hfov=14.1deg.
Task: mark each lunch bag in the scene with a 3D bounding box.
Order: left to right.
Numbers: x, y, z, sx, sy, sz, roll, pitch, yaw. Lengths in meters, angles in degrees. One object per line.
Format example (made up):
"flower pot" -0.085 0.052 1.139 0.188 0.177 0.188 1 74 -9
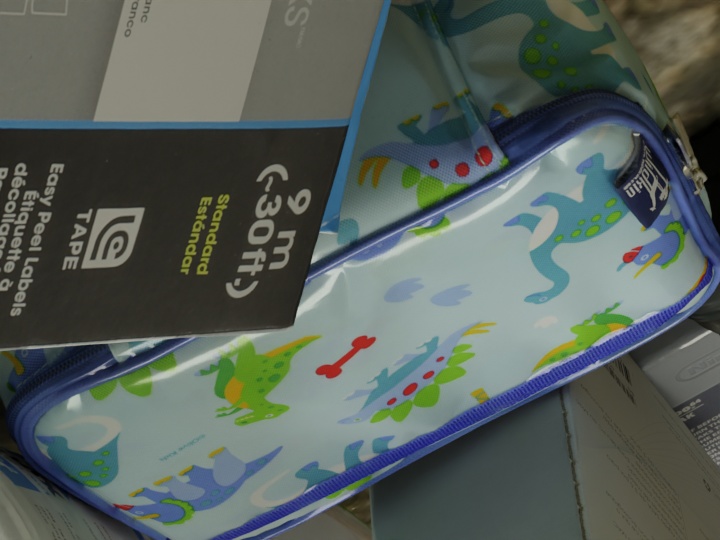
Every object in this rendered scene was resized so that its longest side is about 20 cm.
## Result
"lunch bag" 0.000 0.000 0.826 0.200 0.083 0.161 -27 154 6

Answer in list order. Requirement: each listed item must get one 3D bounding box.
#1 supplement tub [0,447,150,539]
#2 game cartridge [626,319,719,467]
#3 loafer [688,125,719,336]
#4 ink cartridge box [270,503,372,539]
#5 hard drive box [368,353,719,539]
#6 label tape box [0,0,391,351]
"supplement tub" -0.127 0.108 0.805 0.132 0.132 0.200 -26 169 2
"game cartridge" 0.137 0.028 1.022 0.200 0.041 0.133 -29 154 7
"loafer" 0.183 -0.032 0.896 0.200 0.073 0.072 -21 142 29
"ink cartridge box" -0.040 0.176 1.028 0.146 0.084 0.200 -48 156 -17
"hard drive box" 0.077 0.116 0.898 0.077 0.200 0.156 -32 118 17
"label tape box" -0.038 -0.062 0.624 0.200 0.066 0.144 -2 113 -47
